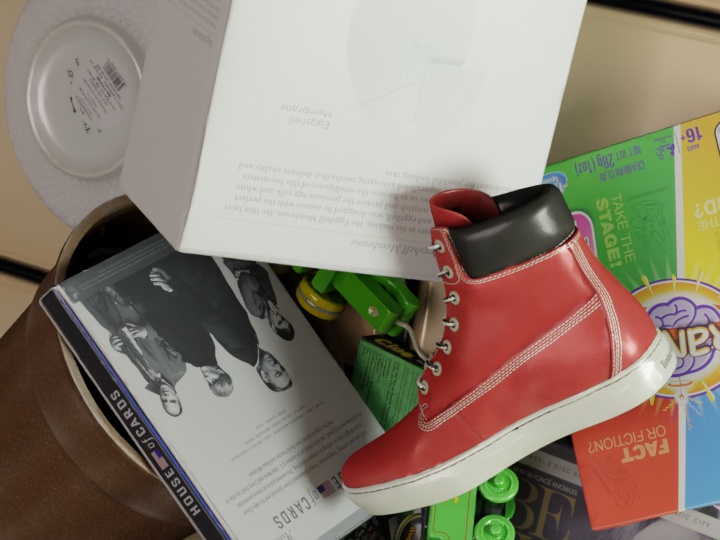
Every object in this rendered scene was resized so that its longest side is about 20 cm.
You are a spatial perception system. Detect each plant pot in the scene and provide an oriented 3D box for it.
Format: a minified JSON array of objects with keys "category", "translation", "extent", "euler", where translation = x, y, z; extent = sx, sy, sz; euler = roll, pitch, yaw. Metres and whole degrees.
[{"category":"plant pot","translation":[-0.146,0.086,1.496],"extent":[0.198,0.200,0.200],"euler":[-37,75,41]}]

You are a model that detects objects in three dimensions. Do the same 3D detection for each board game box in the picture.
[{"category":"board game box","translation":[0.021,0.149,1.480],"extent":[0.105,0.023,0.200],"euler":[27,111,39]},{"category":"board game box","translation":[0.174,0.026,1.350],"extent":[0.153,0.040,0.200],"euler":[-18,81,34]}]

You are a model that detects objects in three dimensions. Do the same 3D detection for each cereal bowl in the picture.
[{"category":"cereal bowl","translation":[-0.142,-0.105,1.531],"extent":[0.200,0.083,0.200],"euler":[4,98,34]}]

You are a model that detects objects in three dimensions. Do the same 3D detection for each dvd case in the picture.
[{"category":"dvd case","translation":[0.123,0.200,1.429],"extent":[0.149,0.016,0.200],"euler":[20,106,31]},{"category":"dvd case","translation":[-0.070,0.068,1.408],"extent":[0.025,0.150,0.200],"euler":[-38,84,40]}]

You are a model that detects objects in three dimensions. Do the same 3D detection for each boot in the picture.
[{"category":"boot","translation":[0.046,0.036,1.336],"extent":[0.200,0.072,0.144],"euler":[-30,105,25]}]

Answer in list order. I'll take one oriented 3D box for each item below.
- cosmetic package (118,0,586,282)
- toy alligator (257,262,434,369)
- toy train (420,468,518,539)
[{"category":"cosmetic package","translation":[-0.003,-0.109,1.352],"extent":[0.123,0.199,0.200],"euler":[-140,60,-62]},{"category":"toy alligator","translation":[0.000,0.000,1.467],"extent":[0.200,0.054,0.059],"euler":[42,119,16]},{"category":"toy train","translation":[0.052,0.192,1.369],"extent":[0.056,0.042,0.200],"euler":[6,59,2]}]
